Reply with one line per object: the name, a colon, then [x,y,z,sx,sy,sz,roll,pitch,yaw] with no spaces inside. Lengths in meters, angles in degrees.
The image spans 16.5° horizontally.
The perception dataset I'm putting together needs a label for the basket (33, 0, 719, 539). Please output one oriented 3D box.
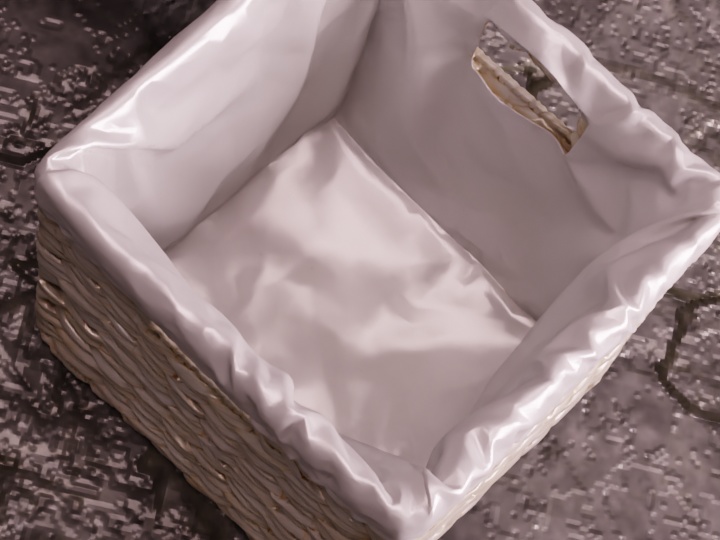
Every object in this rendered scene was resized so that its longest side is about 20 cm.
basket: [0.000,0.000,0.973,0.198,0.161,0.200,43,64,11]
